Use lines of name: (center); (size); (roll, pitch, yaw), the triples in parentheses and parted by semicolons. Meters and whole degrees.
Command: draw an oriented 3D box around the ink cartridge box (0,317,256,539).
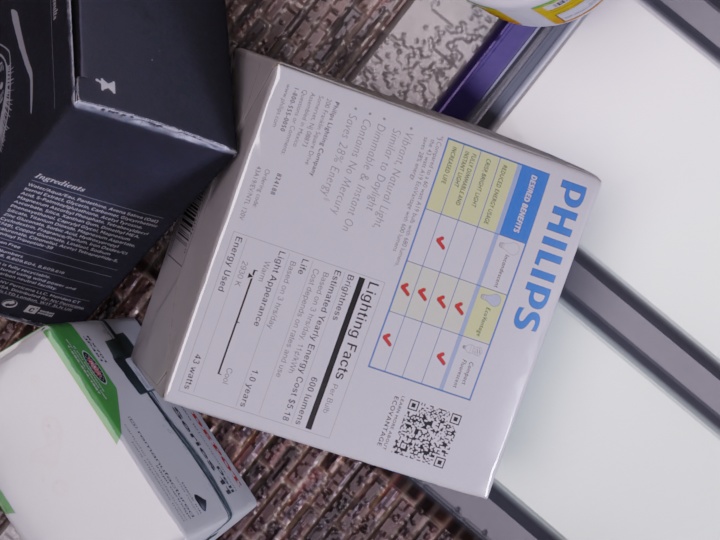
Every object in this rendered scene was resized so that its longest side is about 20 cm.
ink cartridge box: (-0.147, 0.108, 1.546); (0.083, 0.200, 0.147); (-35, 86, 7)

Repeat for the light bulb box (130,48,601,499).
light bulb box: (0.000, 0.000, 1.517); (0.199, 0.125, 0.199); (19, 95, -16)

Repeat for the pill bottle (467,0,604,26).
pill bottle: (0.095, -0.194, 1.490); (0.110, 0.200, 0.112); (0, 91, 11)

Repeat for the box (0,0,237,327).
box: (-0.164, -0.083, 1.521); (0.200, 0.104, 0.149); (-43, 41, 42)
